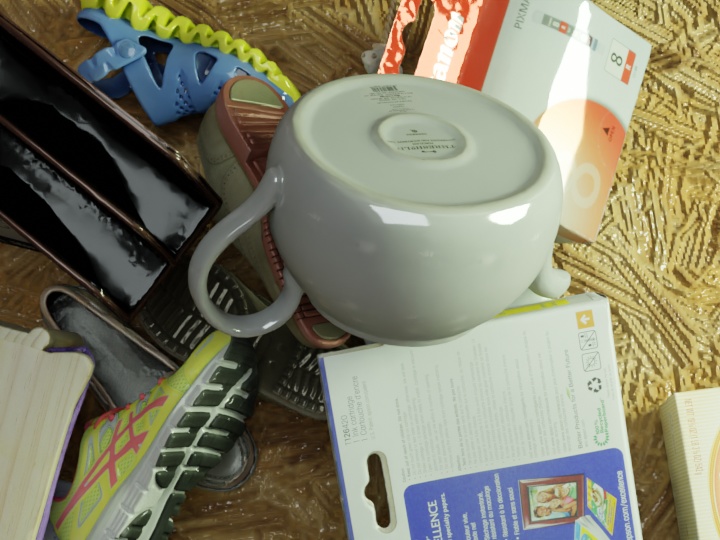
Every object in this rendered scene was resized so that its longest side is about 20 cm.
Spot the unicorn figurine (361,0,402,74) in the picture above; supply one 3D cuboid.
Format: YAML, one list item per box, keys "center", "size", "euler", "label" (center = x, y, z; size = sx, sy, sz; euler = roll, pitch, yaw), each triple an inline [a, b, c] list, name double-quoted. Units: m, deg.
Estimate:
- center: [0.022, -0.086, 1.013]
  size: [0.137, 0.074, 0.201]
  euler: [-34, 91, -48]
  label: "unicorn figurine"

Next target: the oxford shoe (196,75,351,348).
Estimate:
- center: [-0.059, -0.031, 0.961]
  size: [0.070, 0.074, 0.202]
  euler: [-3, 65, -39]
  label: "oxford shoe"

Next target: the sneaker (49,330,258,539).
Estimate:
- center: [-0.148, 0.114, 0.946]
  size: [0.090, 0.078, 0.201]
  euler: [37, 93, 29]
  label: "sneaker"

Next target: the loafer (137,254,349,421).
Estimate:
- center: [-0.079, 0.057, 1.007]
  size: [0.199, 0.068, 0.076]
  euler: [30, 77, 25]
  label: "loafer"

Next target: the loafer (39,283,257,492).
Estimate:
- center: [-0.159, 0.085, 1.005]
  size: [0.200, 0.063, 0.072]
  euler: [41, 83, 10]
  label: "loafer"

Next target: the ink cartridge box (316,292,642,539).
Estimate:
- center: [0.083, 0.131, 0.942]
  size: [0.198, 0.047, 0.200]
  euler: [-9, 97, -1]
  label: "ink cartridge box"

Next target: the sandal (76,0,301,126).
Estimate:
- center: [-0.136, -0.145, 1.049]
  size: [0.198, 0.079, 0.088]
  euler: [23, 84, 16]
  label: "sandal"

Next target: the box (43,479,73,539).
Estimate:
- center: [-0.258, 0.220, 0.996]
  size: [0.198, 0.041, 0.158]
  euler: [12, 80, 6]
  label: "box"

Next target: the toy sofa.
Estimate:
- center: [-0.237, 0.136, 0.941]
  size: [0.096, 0.083, 0.202]
  euler: [14, 86, 6]
  label: "toy sofa"

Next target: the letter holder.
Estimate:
- center: [-0.199, -0.077, 0.853]
  size: [0.199, 0.142, 0.101]
  euler: [38, 84, 8]
  label: "letter holder"

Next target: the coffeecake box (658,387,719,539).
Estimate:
- center: [0.319, 0.152, 0.959]
  size: [0.197, 0.073, 0.155]
  euler: [-7, 77, 1]
  label: "coffeecake box"

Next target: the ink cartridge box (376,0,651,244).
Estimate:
- center: [0.109, -0.131, 0.984]
  size: [0.199, 0.050, 0.164]
  euler: [27, 75, -34]
  label: "ink cartridge box"

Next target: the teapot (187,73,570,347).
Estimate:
- center: [0.024, -0.020, 0.870]
  size: [0.198, 0.147, 0.198]
  euler: [21, 36, 14]
  label: "teapot"

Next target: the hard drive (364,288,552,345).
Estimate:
- center: [0.095, 0.103, 0.975]
  size: [0.131, 0.026, 0.202]
  euler: [-23, 96, -2]
  label: "hard drive"

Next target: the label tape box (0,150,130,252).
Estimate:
- center: [-0.211, -0.049, 0.994]
  size: [0.198, 0.144, 0.064]
  euler: [14, 79, 6]
  label: "label tape box"
